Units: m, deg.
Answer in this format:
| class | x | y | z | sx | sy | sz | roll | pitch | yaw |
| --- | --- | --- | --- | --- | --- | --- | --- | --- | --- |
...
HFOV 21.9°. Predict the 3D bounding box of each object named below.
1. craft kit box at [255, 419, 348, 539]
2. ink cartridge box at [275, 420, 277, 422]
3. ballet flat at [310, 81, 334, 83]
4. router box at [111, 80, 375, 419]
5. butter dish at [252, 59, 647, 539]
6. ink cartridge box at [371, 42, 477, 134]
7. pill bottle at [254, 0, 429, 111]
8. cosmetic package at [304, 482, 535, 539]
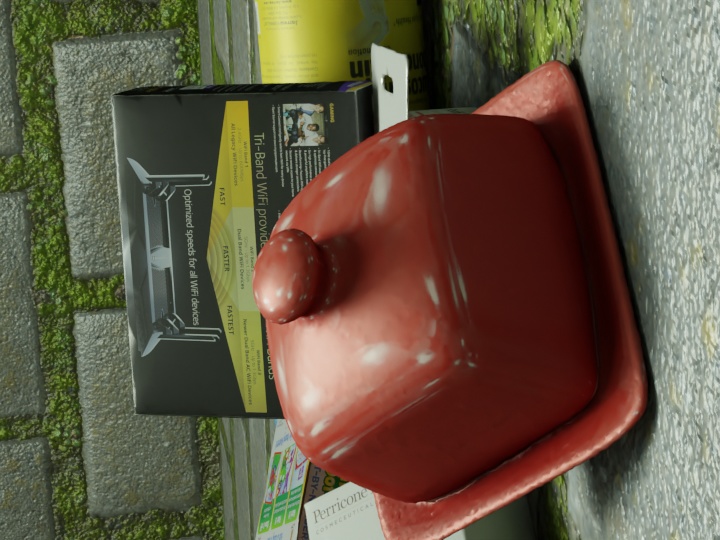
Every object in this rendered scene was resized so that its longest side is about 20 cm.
| class | x | y | z | sx | sy | sz | roll | pitch | yaw |
| --- | --- | --- | --- | --- | --- | --- | --- | --- | --- |
| craft kit box | -0.039 | 0.171 | 1.311 | 0.200 | 0.048 | 0.199 | 136 | 148 | -75 |
| ink cartridge box | -0.031 | 0.152 | 1.619 | 0.201 | 0.067 | 0.117 | -103 | 12 | -45 |
| ballet flat | -0.077 | -0.060 | 1.193 | 0.200 | 0.069 | 0.071 | -48 | 34 | 22 |
| router box | -0.064 | -0.012 | 1.127 | 0.052 | 0.156 | 0.202 | -35 | -56 | -70 |
| butter dish | 0.016 | 0.012 | 0.888 | 0.199 | 0.147 | 0.201 | -37 | 53 | 43 |
| ink cartridge box | 0.050 | -0.027 | 1.056 | 0.116 | 0.067 | 0.202 | -133 | 39 | -76 |
| pill bottle | -0.009 | -0.108 | 1.246 | 0.112 | 0.111 | 0.202 | -137 | 41 | -77 |
| cosmetic package | 0.044 | 0.206 | 1.024 | 0.081 | 0.113 | 0.201 | 27 | -139 | -46 |
